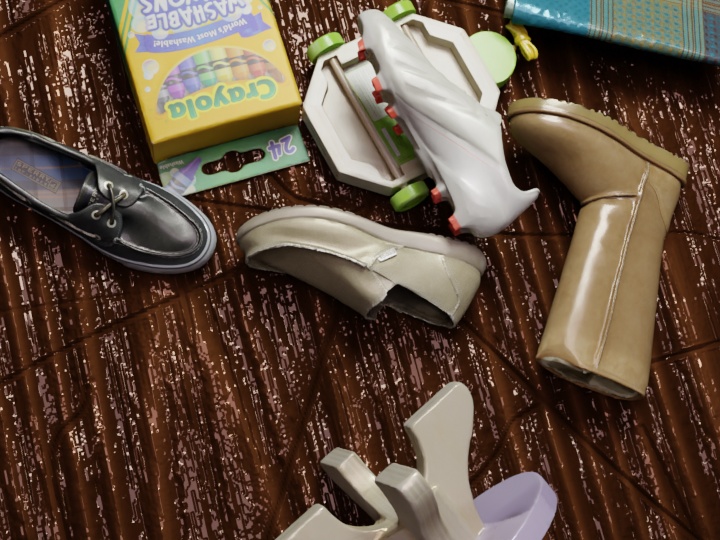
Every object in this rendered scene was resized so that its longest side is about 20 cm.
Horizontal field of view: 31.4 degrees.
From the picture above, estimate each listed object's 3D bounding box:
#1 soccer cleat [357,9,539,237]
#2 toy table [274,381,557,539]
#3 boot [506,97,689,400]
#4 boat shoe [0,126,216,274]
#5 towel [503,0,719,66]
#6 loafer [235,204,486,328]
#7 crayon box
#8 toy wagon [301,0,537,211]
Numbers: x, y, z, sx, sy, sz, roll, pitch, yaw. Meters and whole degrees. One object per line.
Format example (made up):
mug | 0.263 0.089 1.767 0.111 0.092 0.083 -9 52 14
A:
soccer cleat | 0.064 -0.120 0.995 0.077 0.069 0.201 -30 88 0
toy table | 0.034 0.184 0.909 0.200 0.184 0.117 -43 100 -27
boot | 0.174 -0.019 1.015 0.174 0.066 0.201 21 75 -13
boat shoe | -0.207 -0.054 0.990 0.199 0.057 0.069 24 83 1
towel | 0.222 -0.246 1.093 0.199 0.022 0.147 13 57 -4
loafer | 0.000 0.000 0.994 0.199 0.076 0.069 9 69 -5
crayon box | -0.126 -0.172 1.037 0.125 0.052 0.201 -16 79 -10
toy wagon | 0.054 -0.145 1.058 0.199 0.040 0.156 -27 80 -13
